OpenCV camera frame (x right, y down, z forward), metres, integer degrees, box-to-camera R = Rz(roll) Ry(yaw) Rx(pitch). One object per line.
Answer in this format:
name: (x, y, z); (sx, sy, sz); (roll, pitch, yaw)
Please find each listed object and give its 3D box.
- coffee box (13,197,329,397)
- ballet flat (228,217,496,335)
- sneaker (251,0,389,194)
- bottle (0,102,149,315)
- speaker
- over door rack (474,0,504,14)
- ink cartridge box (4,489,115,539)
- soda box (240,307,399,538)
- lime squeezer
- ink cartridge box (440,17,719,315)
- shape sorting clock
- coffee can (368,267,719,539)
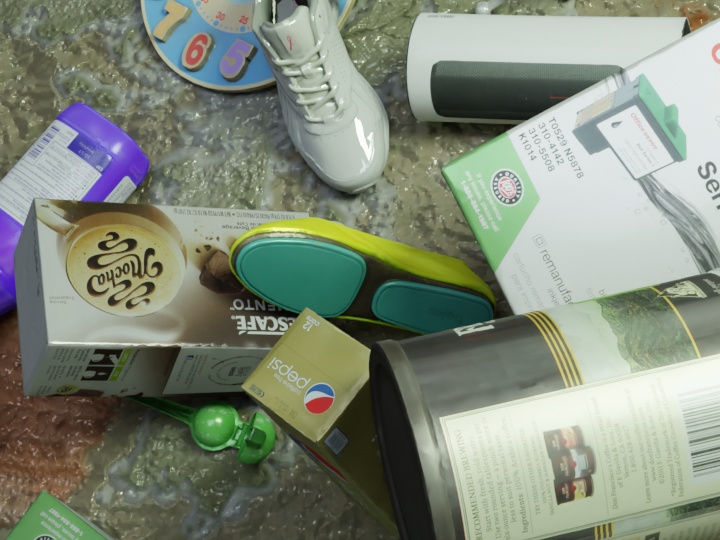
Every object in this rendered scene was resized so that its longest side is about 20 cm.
coffee box: (-0.129, 0.022, 1.056); (0.199, 0.080, 0.114); (3, 58, -24)
ballet flat: (0.000, 0.000, 1.050); (0.067, 0.199, 0.067); (-61, 26, 31)
sneaker: (-0.042, -0.151, 1.140); (0.078, 0.099, 0.201); (-24, 82, 12)
bottle: (-0.252, -0.033, 1.182); (0.083, 0.065, 0.200); (33, 78, 27)
speaker: (0.138, -0.145, 1.115); (0.199, 0.081, 0.082); (5, 67, 17)
over door rack: (0.065, -0.272, 1.194); (0.199, 0.067, 0.149); (-2, 63, -8)
ink cartridge box: (-0.206, 0.272, 1.013); (0.144, 0.084, 0.200); (30, 77, 28)
soda box: (0.005, 0.105, 0.964); (0.068, 0.200, 0.064); (32, 77, 33)
lime squeezer: (-0.104, 0.110, 1.076); (0.199, 0.070, 0.038); (11, 93, 52)
ink cartridge box: (0.171, -0.044, 0.938); (0.199, 0.084, 0.147); (-29, 82, 8)
shape sorting clock: (-0.090, -0.240, 1.236); (0.199, 0.039, 0.201); (-6, 72, 20)
coffee can: (0.117, 0.090, 0.830); (0.199, 0.147, 0.147); (-12, 61, -8)
